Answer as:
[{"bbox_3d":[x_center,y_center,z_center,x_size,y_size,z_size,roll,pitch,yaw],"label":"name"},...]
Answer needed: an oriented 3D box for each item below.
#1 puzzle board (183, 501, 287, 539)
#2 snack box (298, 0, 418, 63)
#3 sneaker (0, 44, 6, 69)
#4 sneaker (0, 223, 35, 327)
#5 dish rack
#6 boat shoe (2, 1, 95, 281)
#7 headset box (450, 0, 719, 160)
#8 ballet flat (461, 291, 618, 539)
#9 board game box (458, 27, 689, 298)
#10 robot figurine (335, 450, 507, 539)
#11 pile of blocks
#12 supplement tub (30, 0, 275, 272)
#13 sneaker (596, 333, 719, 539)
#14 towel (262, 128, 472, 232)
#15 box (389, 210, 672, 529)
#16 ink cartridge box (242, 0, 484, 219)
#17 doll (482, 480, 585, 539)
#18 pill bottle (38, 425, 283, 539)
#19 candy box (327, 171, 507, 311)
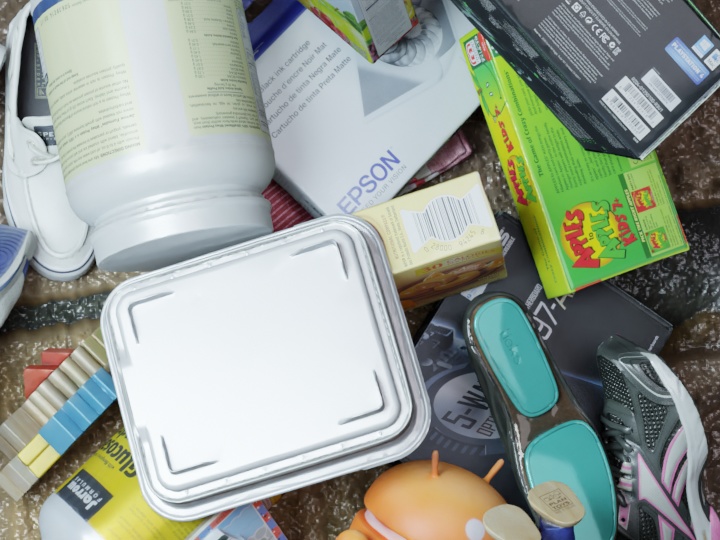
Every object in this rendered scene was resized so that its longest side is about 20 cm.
[{"bbox_3d":[-0.117,0.256,1.293,0.200,0.151,0.017,-44,48,-15],"label":"puzzle board"},{"bbox_3d":[-0.053,-0.252,1.340,0.053,0.142,0.200,-41,59,-11],"label":"snack box"},{"bbox_3d":[-0.321,-0.085,1.335,0.079,0.078,0.201,28,78,-10],"label":"sneaker"},{"bbox_3d":[-0.290,0.065,1.312,0.080,0.115,0.200,15,53,5],"label":"sneaker"},{"bbox_3d":[-0.067,0.059,1.247,0.199,0.044,0.173,-17,76,3],"label":"dish rack"},{"bbox_3d":[-0.219,-0.095,1.362,0.071,0.066,0.201,-1,80,-11],"label":"boat shoe"},{"bbox_3d":[0.141,-0.168,1.268,0.093,0.200,0.174,-43,96,1],"label":"headset box"},{"bbox_3d":[0.126,0.109,1.344,0.068,0.068,0.201,-20,86,-11],"label":"ballet flat"},{"bbox_3d":[0.155,-0.092,1.386,0.101,0.048,0.201,-19,89,-17],"label":"board game box"},{"bbox_3d":[0.036,0.217,1.313,0.143,0.117,0.201,22,98,-5],"label":"robot figurine"},{"bbox_3d":[-0.190,0.067,1.332,0.062,0.082,0.200,44,76,-1],"label":"pile of blocks"},{"bbox_3d":[-0.138,-0.111,1.297,0.144,0.145,0.201,-10,81,-12],"label":"supplement tub"},{"bbox_3d":[0.199,0.148,1.361,0.086,0.080,0.201,-24,106,-18],"label":"sneaker"},{"bbox_3d":[-0.032,-0.101,1.421,0.199,0.023,0.145,-30,86,-14],"label":"towel"},{"bbox_3d":[0.113,0.082,1.405,0.160,0.044,0.201,34,76,-4],"label":"box"},{"bbox_3d":[-0.014,-0.155,1.402,0.200,0.041,0.200,42,76,0],"label":"ink cartridge box"},{"bbox_3d":[0.116,0.237,1.284,0.136,0.201,0.048,-22,41,-31],"label":"doll"},{"bbox_3d":[-0.147,0.169,1.306,0.200,0.112,0.112,-44,90,-15],"label":"pill bottle"},{"bbox_3d":[0.000,0.000,1.336,0.199,0.115,0.056,-18,75,2],"label":"candy box"}]
